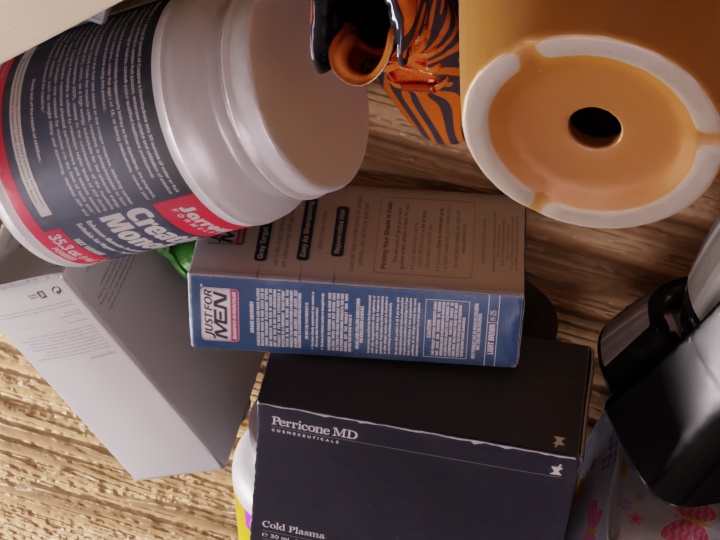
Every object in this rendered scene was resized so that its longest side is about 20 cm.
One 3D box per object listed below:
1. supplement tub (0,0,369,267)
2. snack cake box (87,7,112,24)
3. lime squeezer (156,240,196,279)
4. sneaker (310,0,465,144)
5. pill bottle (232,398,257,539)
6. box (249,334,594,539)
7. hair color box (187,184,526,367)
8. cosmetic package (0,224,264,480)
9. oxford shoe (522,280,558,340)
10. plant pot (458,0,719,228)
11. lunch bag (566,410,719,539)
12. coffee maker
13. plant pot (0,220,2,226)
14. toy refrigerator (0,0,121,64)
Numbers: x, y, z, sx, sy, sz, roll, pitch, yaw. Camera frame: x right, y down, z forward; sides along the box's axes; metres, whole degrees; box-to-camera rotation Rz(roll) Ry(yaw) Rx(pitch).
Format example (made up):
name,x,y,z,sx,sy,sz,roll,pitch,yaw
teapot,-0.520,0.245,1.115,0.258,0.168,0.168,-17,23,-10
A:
name,x,y,z,sx,sy,sz,roll,pitch,yaw
supplement tub,-0.110,-0.086,1.128,0.199,0.141,0.141,-12,131,31
snack cake box,-0.217,-0.225,1.068,0.199,0.067,0.115,19,141,-1
lime squeezer,-0.101,-0.026,1.282,0.070,0.038,0.201,-19,135,-6
sneaker,0.015,-0.123,1.062,0.077,0.112,0.201,-4,135,24
pill bottle,-0.040,0.169,1.414,0.104,0.105,0.201,9,139,10
box,0.035,0.130,1.231,0.199,0.104,0.183,10,131,3
hair color box,0.000,0.000,1.188,0.199,0.100,0.061,4,129,2
cosmetic package,-0.157,0.038,1.310,0.084,0.108,0.200,-11,131,29
oxford shoe,0.030,0.022,1.271,0.199,0.072,0.071,11,169,4
plant pot,0.126,-0.129,0.961,0.199,0.184,0.201,10,139,9
lunch bag,0.191,0.192,1.284,0.126,0.201,0.170,18,139,0
coffee maker,0.235,0.056,1.124,0.134,0.193,0.200,10,144,-17
plant pot,-0.359,-0.068,1.230,0.199,0.187,0.187,10,141,31
toy refrigerator,-0.178,-0.166,1.019,0.199,0.070,0.076,-21,121,35
